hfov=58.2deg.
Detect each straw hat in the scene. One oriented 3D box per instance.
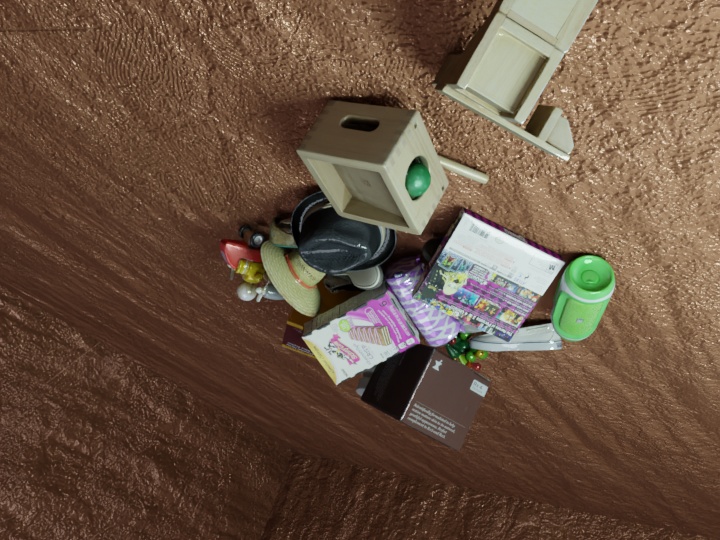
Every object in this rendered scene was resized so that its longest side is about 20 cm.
[{"bbox_3d":[-0.111,-0.010,1.336,0.085,0.201,0.201,-34,130,17],"label":"straw hat"}]

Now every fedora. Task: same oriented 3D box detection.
[{"bbox_3d":[-0.039,-0.050,1.167,0.200,0.092,0.201,8,129,10],"label":"fedora"}]

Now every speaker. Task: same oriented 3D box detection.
[{"bbox_3d":[0.388,0.053,1.141,0.088,0.089,0.200,13,154,15],"label":"speaker"}]

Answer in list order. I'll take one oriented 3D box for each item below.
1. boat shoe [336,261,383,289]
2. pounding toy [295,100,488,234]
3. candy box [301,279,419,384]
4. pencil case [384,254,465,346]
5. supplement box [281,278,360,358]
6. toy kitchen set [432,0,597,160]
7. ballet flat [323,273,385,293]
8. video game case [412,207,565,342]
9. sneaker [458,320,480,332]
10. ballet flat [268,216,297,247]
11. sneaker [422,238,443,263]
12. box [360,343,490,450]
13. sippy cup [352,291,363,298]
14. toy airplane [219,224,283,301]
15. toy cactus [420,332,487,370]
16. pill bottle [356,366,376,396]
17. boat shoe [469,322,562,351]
[{"bbox_3d":[0.000,0.000,1.317,0.057,0.067,0.200,16,-179,-33],"label":"boat shoe"},{"bbox_3d":[0.053,-0.154,0.949,0.200,0.142,0.184,16,156,34],"label":"pounding toy"},{"bbox_3d":[0.001,0.127,1.307,0.200,0.061,0.137,-29,111,13],"label":"candy box"},{"bbox_3d":[0.127,0.059,1.297,0.085,0.084,0.200,-27,115,14],"label":"pencil case"},{"bbox_3d":[-0.073,0.131,1.576,0.197,0.133,0.200,21,154,-1],"label":"supplement box"},{"bbox_3d":[0.201,-0.240,0.712,0.163,0.181,0.200,28,-166,-9],"label":"toy kitchen set"},{"bbox_3d":[0.003,0.032,1.425,0.200,0.046,0.067,5,151,30],"label":"ballet flat"},{"bbox_3d":[0.218,0.012,1.120,0.200,0.036,0.182,24,114,-9],"label":"video game case"},{"bbox_3d":[0.250,0.091,1.357,0.082,0.075,0.200,14,165,-31],"label":"sneaker"},{"bbox_3d":[-0.090,-0.071,1.280,0.199,0.071,0.071,10,153,17],"label":"ballet flat"},{"bbox_3d":[0.195,0.011,1.206,0.199,0.076,0.114,19,149,-10],"label":"sneaker"},{"bbox_3d":[0.136,0.260,1.404,0.166,0.165,0.200,32,169,-22],"label":"box"},{"bbox_3d":[0.010,0.110,1.417,0.139,0.178,0.130,33,157,4],"label":"sippy cup"},{"bbox_3d":[-0.213,0.009,1.421,0.199,0.141,0.200,34,177,5],"label":"toy airplane"},{"bbox_3d":[0.218,0.181,1.527,0.165,0.102,0.200,22,168,21],"label":"toy cactus"},{"bbox_3d":[0.063,0.211,1.556,0.109,0.200,0.110,17,155,8],"label":"pill bottle"},{"bbox_3d":[0.324,0.134,1.371,0.200,0.070,0.071,-6,175,36],"label":"boat shoe"}]
